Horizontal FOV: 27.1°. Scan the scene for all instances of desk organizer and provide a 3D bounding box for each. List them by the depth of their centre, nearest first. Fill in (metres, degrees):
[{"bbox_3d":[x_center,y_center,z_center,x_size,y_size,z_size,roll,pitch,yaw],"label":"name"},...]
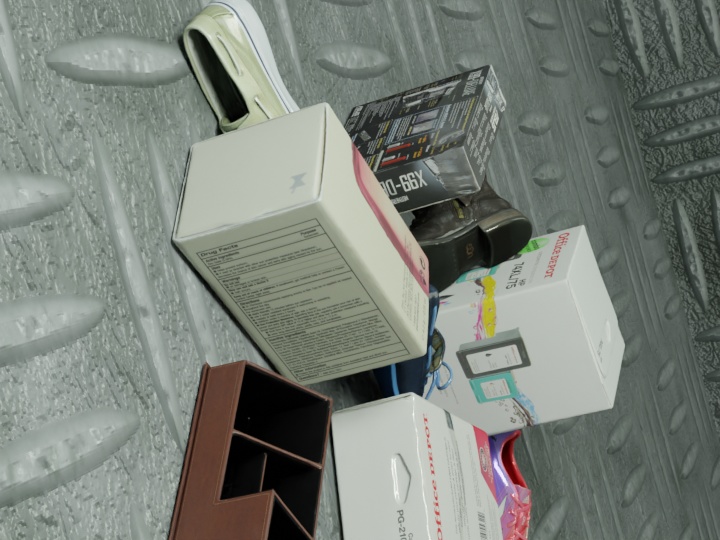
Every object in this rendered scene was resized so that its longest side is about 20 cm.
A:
[{"bbox_3d":[-0.077,0.155,1.057,0.200,0.077,0.072,-83,151,-44],"label":"desk organizer"}]

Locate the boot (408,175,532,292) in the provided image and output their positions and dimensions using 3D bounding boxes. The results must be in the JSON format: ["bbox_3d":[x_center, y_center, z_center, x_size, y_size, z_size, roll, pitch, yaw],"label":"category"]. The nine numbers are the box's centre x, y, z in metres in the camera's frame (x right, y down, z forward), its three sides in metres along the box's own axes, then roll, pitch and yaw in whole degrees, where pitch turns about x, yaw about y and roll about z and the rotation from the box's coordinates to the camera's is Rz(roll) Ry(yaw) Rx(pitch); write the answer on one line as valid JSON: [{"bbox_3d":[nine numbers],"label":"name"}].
[{"bbox_3d":[0.063,-0.061,1.527,0.174,0.199,0.069,-125,-155,-43],"label":"boot"}]

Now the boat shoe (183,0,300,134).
[{"bbox_3d":[-0.092,-0.128,1.244,0.062,0.072,0.200,-40,112,-40],"label":"boat shoe"}]

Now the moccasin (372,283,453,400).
[{"bbox_3d":[0.049,0.078,1.349,0.081,0.068,0.200,61,-12,22],"label":"moccasin"}]

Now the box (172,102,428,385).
[{"bbox_3d":[-0.041,-0.016,1.191,0.200,0.127,0.109,56,28,-42],"label":"box"}]

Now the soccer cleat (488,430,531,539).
[{"bbox_3d":[0.149,0.262,1.563,0.068,0.073,0.201,16,61,-66],"label":"soccer cleat"}]

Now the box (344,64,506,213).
[{"bbox_3d":[0.050,-0.121,1.452,0.200,0.157,0.050,-69,139,-58],"label":"box"}]

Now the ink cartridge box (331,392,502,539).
[{"bbox_3d":[0.055,0.204,1.348,0.200,0.084,0.145,33,46,-62],"label":"ink cartridge box"}]

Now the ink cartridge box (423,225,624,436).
[{"bbox_3d":[0.148,0.067,1.514,0.147,0.199,0.146,-58,130,-63],"label":"ink cartridge box"}]
